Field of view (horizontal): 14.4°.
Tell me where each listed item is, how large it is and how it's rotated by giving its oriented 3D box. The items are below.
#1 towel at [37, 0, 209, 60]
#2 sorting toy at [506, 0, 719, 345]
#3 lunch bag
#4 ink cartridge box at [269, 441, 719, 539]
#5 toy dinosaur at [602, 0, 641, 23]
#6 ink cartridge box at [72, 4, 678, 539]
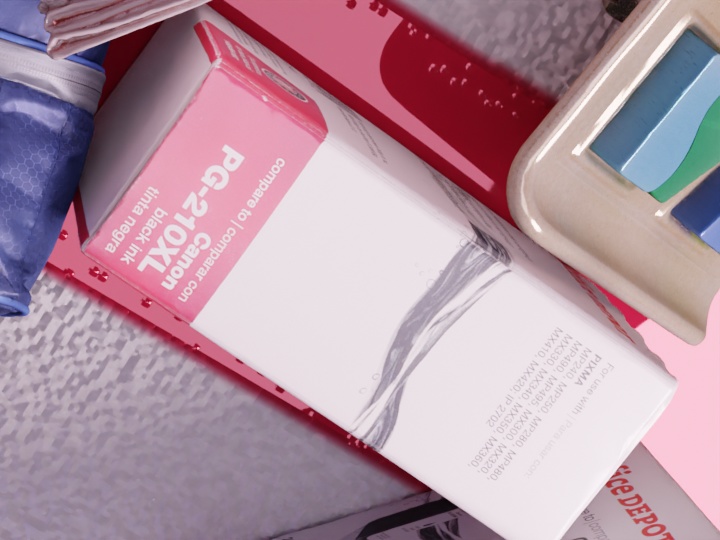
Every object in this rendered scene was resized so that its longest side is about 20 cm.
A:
[{"bbox_3d":[0.009,-0.130,0.929,0.190,0.200,0.032,-18,100,23],"label":"towel"},{"bbox_3d":[0.149,-0.072,1.019,0.200,0.036,0.185,-55,150,4],"label":"sorting toy"},{"bbox_3d":[-0.189,-0.071,0.967,0.199,0.136,0.133,16,84,-14],"label":"lunch bag"},{"bbox_3d":[0.036,0.142,1.052,0.199,0.144,0.084,-16,105,-6],"label":"ink cartridge box"},{"bbox_3d":[0.145,-0.135,1.038,0.102,0.077,0.201,-15,122,-37],"label":"toy dinosaur"},{"bbox_3d":[0.000,0.000,1.012,0.200,0.145,0.084,35,97,-15],"label":"ink cartridge box"}]
